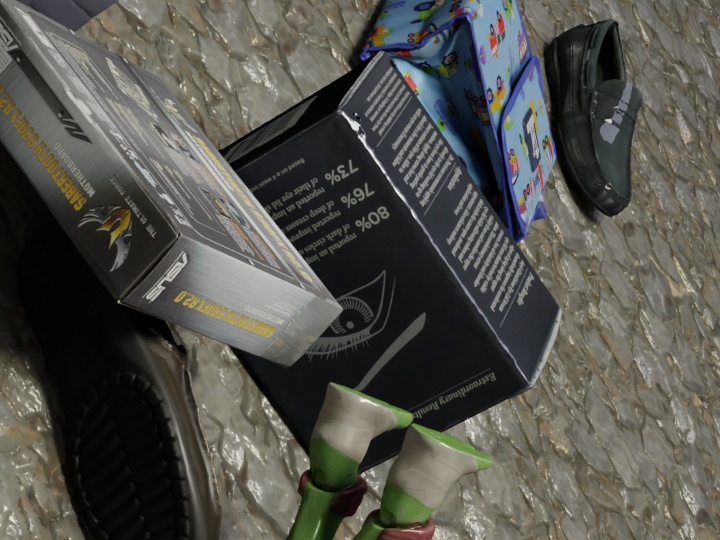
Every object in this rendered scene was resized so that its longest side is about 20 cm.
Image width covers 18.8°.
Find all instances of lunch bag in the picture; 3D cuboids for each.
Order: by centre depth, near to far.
[{"bbox_3d":[0.090,-0.120,1.635,0.200,0.094,0.151,64,23,-22],"label":"lunch bag"}]

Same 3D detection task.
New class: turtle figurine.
[{"bbox_3d":[0.005,0.170,1.095,0.200,0.194,0.144,24,1,-10],"label":"turtle figurine"}]

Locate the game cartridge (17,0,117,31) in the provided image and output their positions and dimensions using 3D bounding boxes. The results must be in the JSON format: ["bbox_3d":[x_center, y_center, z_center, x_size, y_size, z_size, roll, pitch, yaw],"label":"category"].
[{"bbox_3d":[-0.193,-0.216,1.160,0.200,0.130,0.038,43,32,-31],"label":"game cartridge"}]

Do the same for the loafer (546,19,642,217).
[{"bbox_3d":[0.205,-0.135,1.841,0.068,0.070,0.201,36,36,-39],"label":"loafer"}]

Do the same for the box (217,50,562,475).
[{"bbox_3d":[0.000,0.000,1.272,0.200,0.148,0.104,56,27,-13],"label":"box"}]

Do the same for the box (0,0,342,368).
[{"bbox_3d":[-0.115,-0.047,1.137,0.200,0.048,0.158,51,13,30],"label":"box"}]

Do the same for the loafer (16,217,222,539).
[{"bbox_3d":[-0.109,0.063,1.099,0.071,0.073,0.200,10,56,-55],"label":"loafer"}]
